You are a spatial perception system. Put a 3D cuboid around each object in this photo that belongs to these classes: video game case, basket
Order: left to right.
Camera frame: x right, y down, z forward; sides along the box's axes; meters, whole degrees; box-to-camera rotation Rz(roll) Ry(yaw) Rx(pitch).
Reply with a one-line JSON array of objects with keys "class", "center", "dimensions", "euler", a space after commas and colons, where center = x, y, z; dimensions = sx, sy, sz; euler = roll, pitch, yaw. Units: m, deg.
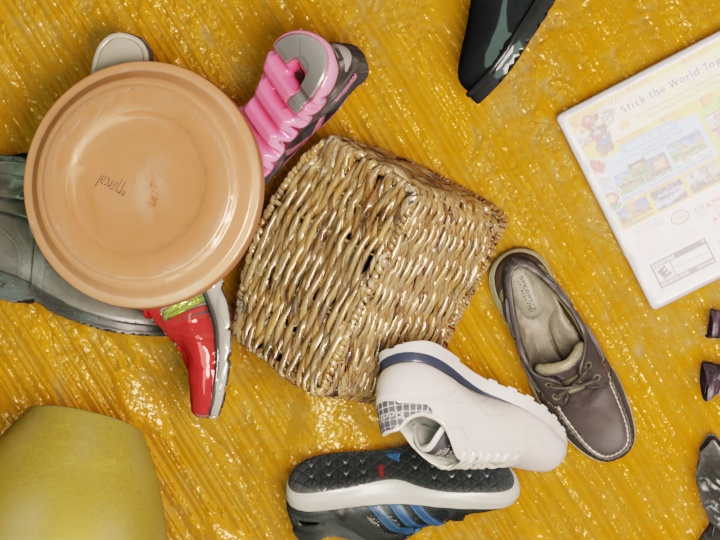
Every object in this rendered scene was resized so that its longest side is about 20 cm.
[{"class": "basket", "center": [0.000, 0.000, 1.637], "dimensions": [0.142, 0.149, 0.201], "euler": [32, 102, 35]}, {"class": "video game case", "center": [0.290, -0.092, 1.613], "dimensions": [0.199, 0.023, 0.183], "euler": [-27, 94, 10]}]

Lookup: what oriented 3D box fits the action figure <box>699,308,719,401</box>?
[{"class": "action figure", "center": [0.381, 0.082, 1.603], "dimensions": [0.199, 0.069, 0.131], "euler": [6, 93, 3]}]

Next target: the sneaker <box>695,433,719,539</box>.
[{"class": "sneaker", "center": [0.357, 0.224, 1.627], "dimensions": [0.199, 0.060, 0.105], "euler": [26, 104, 6]}]

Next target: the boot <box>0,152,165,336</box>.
[{"class": "boot", "center": [-0.237, -0.024, 1.663], "dimensions": [0.199, 0.068, 0.131], "euler": [17, 90, 0]}]

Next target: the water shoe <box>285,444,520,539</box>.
[{"class": "water shoe", "center": [0.037, 0.196, 1.667], "dimensions": [0.199, 0.072, 0.079], "euler": [0, 125, 5]}]

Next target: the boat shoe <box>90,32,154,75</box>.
[{"class": "boat shoe", "center": [-0.213, -0.099, 1.632], "dimensions": [0.066, 0.057, 0.201], "euler": [16, 88, 6]}]

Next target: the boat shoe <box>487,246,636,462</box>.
[{"class": "boat shoe", "center": [0.166, 0.076, 1.626], "dimensions": [0.073, 0.065, 0.201], "euler": [-32, 94, 8]}]

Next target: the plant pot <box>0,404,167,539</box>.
[{"class": "plant pot", "center": [-0.246, 0.195, 1.643], "dimensions": [0.199, 0.200, 0.143], "euler": [10, 74, 5]}]

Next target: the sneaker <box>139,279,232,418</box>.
[{"class": "sneaker", "center": [-0.155, 0.027, 1.625], "dimensions": [0.084, 0.077, 0.201], "euler": [-9, 86, -11]}]

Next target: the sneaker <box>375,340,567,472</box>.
[{"class": "sneaker", "center": [0.089, 0.133, 1.599], "dimensions": [0.199, 0.081, 0.076], "euler": [27, 140, -30]}]

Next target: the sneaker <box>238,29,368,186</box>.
[{"class": "sneaker", "center": [-0.065, -0.122, 1.622], "dimensions": [0.200, 0.095, 0.079], "euler": [-42, 75, 34]}]

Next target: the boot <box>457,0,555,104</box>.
[{"class": "boot", "center": [0.085, -0.260, 1.584], "dimensions": [0.168, 0.076, 0.201], "euler": [32, 93, -2]}]

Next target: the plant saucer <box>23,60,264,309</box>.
[{"class": "plant saucer", "center": [-0.177, -0.070, 1.578], "dimensions": [0.199, 0.032, 0.202], "euler": [-1, 86, 9]}]
